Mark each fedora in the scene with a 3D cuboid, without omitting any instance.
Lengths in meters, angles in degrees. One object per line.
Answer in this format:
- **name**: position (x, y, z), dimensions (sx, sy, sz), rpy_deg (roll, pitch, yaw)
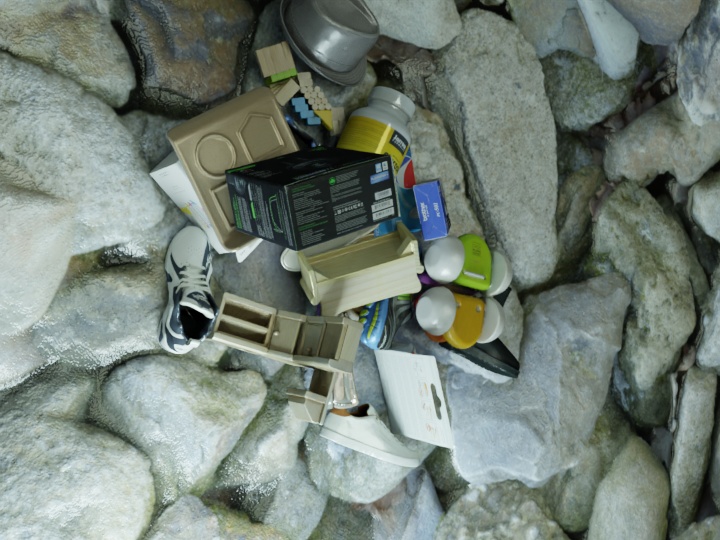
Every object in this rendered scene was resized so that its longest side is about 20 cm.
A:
- **fedora**: position (-0.037, -0.412, 1.532), dimensions (0.199, 0.090, 0.178), rpy_deg (29, 53, -30)

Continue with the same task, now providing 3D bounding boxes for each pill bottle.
- **pill bottle**: position (0.017, -0.197, 1.507), dimensions (0.112, 0.112, 0.201), rpy_deg (29, 78, -27)

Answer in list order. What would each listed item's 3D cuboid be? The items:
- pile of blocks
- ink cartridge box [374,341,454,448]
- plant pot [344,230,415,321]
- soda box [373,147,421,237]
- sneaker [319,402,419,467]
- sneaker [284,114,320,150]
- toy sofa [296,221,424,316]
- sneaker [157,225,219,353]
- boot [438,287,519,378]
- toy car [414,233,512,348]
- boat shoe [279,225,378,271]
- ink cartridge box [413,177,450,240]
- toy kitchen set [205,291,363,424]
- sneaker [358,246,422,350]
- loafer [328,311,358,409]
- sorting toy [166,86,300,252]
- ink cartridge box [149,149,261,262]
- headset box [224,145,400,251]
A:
- **pile of blocks**: position (-0.107, -0.294, 1.539), dimensions (0.082, 0.062, 0.200), rpy_deg (-45, 102, -13)
- **ink cartridge box**: position (0.104, 0.208, 1.563), dimensions (0.050, 0.199, 0.164), rpy_deg (-16, 97, -30)
- **plant pot**: position (0.024, 0.012, 1.622), dimensions (0.199, 0.027, 0.202), rpy_deg (1, 88, -32)
- **soda box**: position (0.053, -0.162, 1.606), dimensions (0.064, 0.068, 0.202), rpy_deg (-5, 83, -30)
- **sneaker**: position (0.030, 0.283, 1.590), dimensions (0.199, 0.073, 0.085), rpy_deg (26, 78, -26)
- **sneaker**: position (-0.094, -0.179, 1.524), dimensions (0.200, 0.085, 0.077), rpy_deg (49, 66, -21)
- **toy sofa**: position (0.000, 0.000, 1.518), dimensions (0.198, 0.083, 0.098), rpy_deg (-17, 119, -12)
- **sneaker**: position (-0.253, 0.029, 1.397), dimensions (0.079, 0.129, 0.201), rpy_deg (19, 79, -29)
- **boot**: position (0.245, 0.097, 1.726), dimensions (0.197, 0.073, 0.164), rpy_deg (28, 75, -23)
- **toy car**: position (0.163, 0.034, 1.613), dimensions (0.174, 0.149, 0.202), rpy_deg (13, 84, -35)
- **boat shoe**: position (-0.055, -0.059, 1.564), dimensions (0.199, 0.057, 0.067), rpy_deg (-29, 116, -16)
- **ink cartridge box**: position (0.127, -0.111, 1.598), dimensions (0.044, 0.200, 0.095), rpy_deg (-11, 95, 9)
- **toy kitchen set**: position (-0.131, 0.136, 1.425), dimensions (0.179, 0.199, 0.165), rpy_deg (20, 78, -28)
- **sneaker**: position (0.057, 0.047, 1.596), dimensions (0.083, 0.070, 0.201), rpy_deg (39, 67, -45)
- **loafer**: position (-0.033, 0.134, 1.549), dimensions (0.062, 0.072, 0.202), rpy_deg (1, 87, -5)
- **sorting toy**: position (-0.171, -0.152, 1.365), dimensions (0.185, 0.036, 0.201), rpy_deg (-32, 100, -28)
- **ink cartridge box**: position (-0.204, -0.125, 1.433), dimensions (0.200, 0.125, 0.129), rpy_deg (50, 66, -19)
- **headset box**: position (-0.073, -0.109, 1.287), dimensions (0.173, 0.200, 0.094), rpy_deg (-19, 111, -28)
